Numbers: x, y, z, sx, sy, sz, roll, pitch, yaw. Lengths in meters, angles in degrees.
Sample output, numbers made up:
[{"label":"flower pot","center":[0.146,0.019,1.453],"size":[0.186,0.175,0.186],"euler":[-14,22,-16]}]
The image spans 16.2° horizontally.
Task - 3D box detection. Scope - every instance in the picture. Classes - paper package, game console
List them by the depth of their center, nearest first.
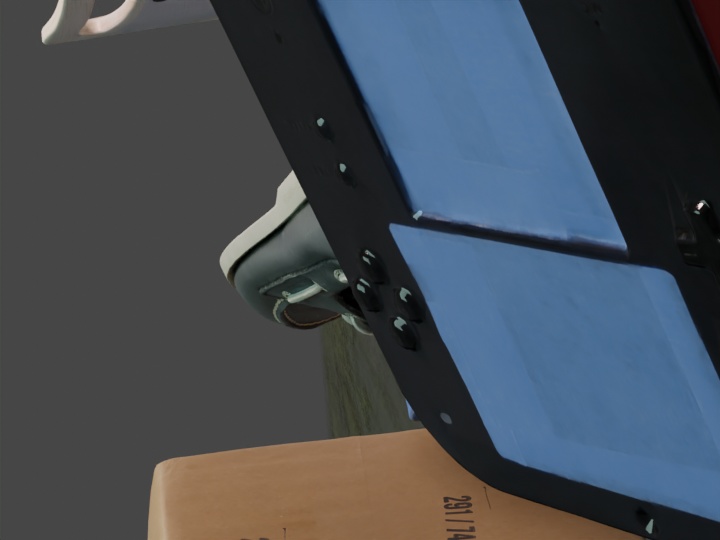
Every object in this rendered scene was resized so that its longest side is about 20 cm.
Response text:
[{"label":"game console","center":[0.044,-0.009,0.601],"size":[0.200,0.031,0.177],"euler":[11,137,57]},{"label":"paper package","center":[0.016,0.144,0.942],"size":[0.200,0.190,0.104],"euler":[-109,14,-67]}]

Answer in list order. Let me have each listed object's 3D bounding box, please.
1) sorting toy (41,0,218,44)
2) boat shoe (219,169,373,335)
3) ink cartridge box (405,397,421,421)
[{"label":"sorting toy","center":[-0.056,-0.155,1.092],"size":[0.200,0.180,0.107],"euler":[95,155,-60]},{"label":"boat shoe","center":[0.000,0.000,0.881],"size":[0.062,0.073,0.200],"euler":[65,164,8]},{"label":"ink cartridge box","center":[0.042,-0.059,1.004],"size":[0.136,0.076,0.200],"euler":[102,160,-65]}]
